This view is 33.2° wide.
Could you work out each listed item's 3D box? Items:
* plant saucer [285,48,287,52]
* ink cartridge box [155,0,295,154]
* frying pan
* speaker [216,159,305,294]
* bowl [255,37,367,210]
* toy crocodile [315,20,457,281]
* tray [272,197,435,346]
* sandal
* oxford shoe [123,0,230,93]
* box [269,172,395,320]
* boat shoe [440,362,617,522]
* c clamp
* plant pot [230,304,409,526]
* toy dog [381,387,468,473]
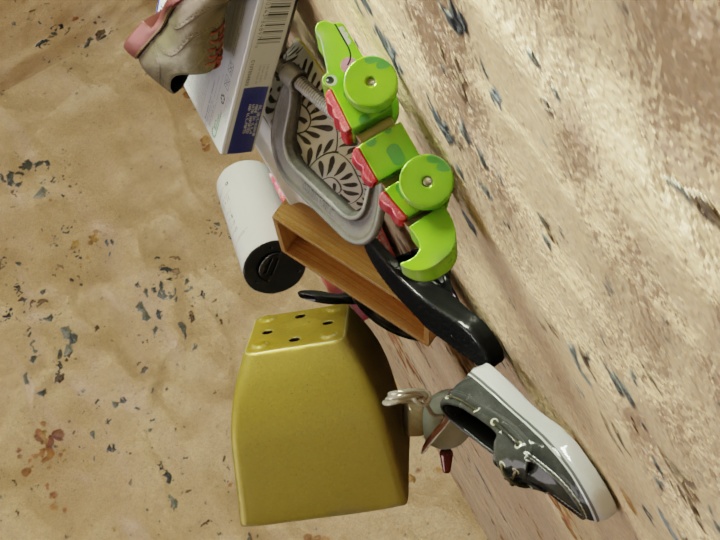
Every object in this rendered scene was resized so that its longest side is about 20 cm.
[{"bbox_3d":[-0.126,-0.294,1.515,0.200,0.034,0.200,61,176,7],"label":"plant saucer"},{"bbox_3d":[-0.134,-0.248,1.155,0.200,0.041,0.200,58,143,34],"label":"ink cartridge box"},{"bbox_3d":[0.020,0.045,1.435,0.115,0.031,0.190,45,150,-24],"label":"frying pan"},{"bbox_3d":[-0.128,-0.057,1.519,0.200,0.081,0.081,-115,-1,-52],"label":"speaker"},{"bbox_3d":[-0.053,-0.127,1.235,0.201,0.094,0.201,59,179,1],"label":"bowl"},{"bbox_3d":[0.016,-0.087,0.860,0.200,0.062,0.068,61,177,6],"label":"toy crocodile"},{"bbox_3d":[0.000,0.000,1.290,0.200,0.037,0.099,34,164,14],"label":"tray"},{"bbox_3d":[0.074,0.023,1.124,0.200,0.048,0.075,41,162,42],"label":"sandal"},{"bbox_3d":[-0.140,-0.222,1.087,0.075,0.070,0.200,53,147,-9],"label":"oxford shoe"},{"bbox_3d":[-0.022,-0.043,1.484,0.200,0.095,0.103,64,178,-38],"label":"box"},{"bbox_3d":[0.133,0.147,0.981,0.200,0.057,0.069,45,166,54],"label":"boat shoe"},{"bbox_3d":[-0.033,-0.125,1.094,0.200,0.027,0.171,49,137,30],"label":"c clamp"},{"bbox_3d":[-0.053,0.154,1.414,0.194,0.195,0.200,-82,-17,-70],"label":"plant pot"},{"bbox_3d":[0.105,0.182,1.376,0.200,0.132,0.096,35,-133,-76],"label":"toy dog"}]
